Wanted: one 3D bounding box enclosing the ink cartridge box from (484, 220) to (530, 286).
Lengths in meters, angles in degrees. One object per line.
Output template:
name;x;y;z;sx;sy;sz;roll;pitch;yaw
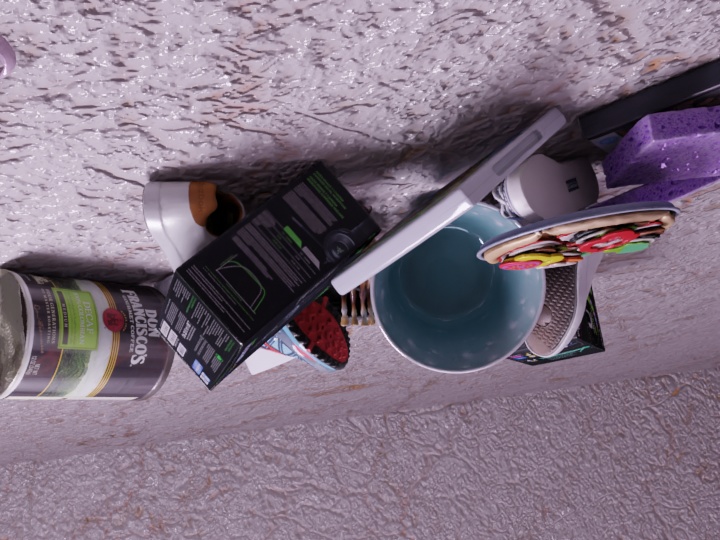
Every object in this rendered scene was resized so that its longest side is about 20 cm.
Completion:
ink cartridge box;0.150;0.005;1.176;0.199;0.084;0.144;-19;161;27

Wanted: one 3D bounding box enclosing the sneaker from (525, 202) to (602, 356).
sneaker;0.260;0.010;1.068;0.073;0.201;0.084;26;-160;35

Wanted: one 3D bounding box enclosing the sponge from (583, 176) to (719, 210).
sponge;0.329;-0.086;0.957;0.199;0.030;0.111;-21;176;-28

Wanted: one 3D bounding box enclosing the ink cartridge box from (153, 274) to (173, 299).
ink cartridge box;-0.144;0.014;1.108;0.162;0.057;0.199;5;163;-43

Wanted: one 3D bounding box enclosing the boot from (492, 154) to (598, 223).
boot;0.170;-0.073;0.892;0.090;0.073;0.200;-16;176;34

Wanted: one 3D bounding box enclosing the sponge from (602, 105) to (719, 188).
sponge;0.342;-0.122;0.825;0.199;0.030;0.112;-7;163;-9

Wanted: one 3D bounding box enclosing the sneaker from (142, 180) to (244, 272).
sneaker;-0.152;-0.033;0.886;0.084;0.073;0.200;-7;163;1

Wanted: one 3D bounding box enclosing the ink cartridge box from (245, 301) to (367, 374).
ink cartridge box;-0.092;0.080;1.202;0.200;0.067;0.116;-27;180;-43

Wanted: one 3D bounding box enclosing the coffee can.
coffee can;-0.343;0.082;1.039;0.146;0.147;0.199;-21;161;36

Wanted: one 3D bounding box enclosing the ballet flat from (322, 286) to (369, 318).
ballet flat;-0.032;0.040;1.141;0.199;0.067;0.057;-12;-151;-43

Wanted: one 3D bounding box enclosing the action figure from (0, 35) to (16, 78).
action figure;-0.301;-0.102;0.580;0.149;0.134;0.200;-51;-178;-8

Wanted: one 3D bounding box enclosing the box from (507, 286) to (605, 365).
box;0.273;0.054;1.300;0.124;0.149;0.200;-15;163;24

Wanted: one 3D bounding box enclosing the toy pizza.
toy pizza;0.214;-0.027;0.861;0.199;0.032;0.200;-11;171;-2

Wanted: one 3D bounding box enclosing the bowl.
bowl;0.108;0.011;1.029;0.200;0.202;0.105;-9;-170;-1

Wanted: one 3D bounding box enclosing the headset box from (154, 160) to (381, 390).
headset box;-0.091;0.005;0.869;0.200;0.093;0.174;-41;177;-29

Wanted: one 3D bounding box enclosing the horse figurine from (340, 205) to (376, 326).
horse figurine;0.000;0.000;1.043;0.050;0.133;0.200;-1;176;7

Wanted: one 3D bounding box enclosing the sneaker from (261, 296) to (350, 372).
sneaker;-0.102;0.057;1.042;0.200;0.079;0.096;38;139;-8

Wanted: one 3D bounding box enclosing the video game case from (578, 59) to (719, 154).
video game case;0.339;-0.151;0.848;0.199;0.026;0.180;-20;161;32

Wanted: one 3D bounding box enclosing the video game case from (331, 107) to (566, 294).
video game case;0.080;-0.064;0.817;0.182;0.022;0.200;-40;-177;-42
